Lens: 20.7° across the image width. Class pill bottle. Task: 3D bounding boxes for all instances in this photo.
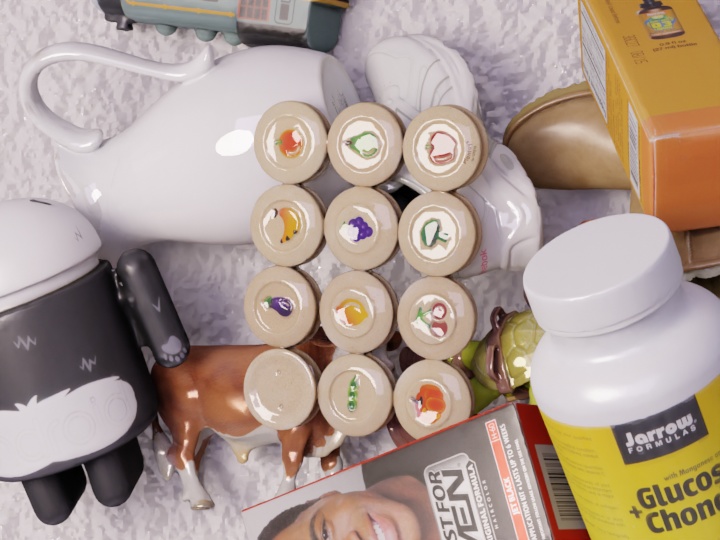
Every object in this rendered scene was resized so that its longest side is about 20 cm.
[{"bbox_3d":[0.155,0.077,1.039,0.111,0.112,0.201,-17,115,14],"label":"pill bottle"}]

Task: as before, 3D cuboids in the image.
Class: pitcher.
[{"bbox_3d":[-0.108,-0.090,1.264,0.198,0.122,0.172,-17,122,18],"label":"pitcher"}]

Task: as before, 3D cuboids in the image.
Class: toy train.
[{"bbox_3d":[-0.094,-0.210,1.320,0.198,0.085,0.115,9,94,19],"label":"toy train"}]

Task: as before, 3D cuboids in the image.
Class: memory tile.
[{"bbox_3d":[0.000,0.000,1.174,0.152,0.017,0.202,5,96,24],"label":"memory tile"}]

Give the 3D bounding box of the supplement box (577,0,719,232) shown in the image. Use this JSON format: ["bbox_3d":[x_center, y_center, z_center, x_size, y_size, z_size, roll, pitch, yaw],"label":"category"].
[{"bbox_3d":[0.176,-0.103,1.132,0.066,0.069,0.201,-8,36,-1],"label":"supplement box"}]

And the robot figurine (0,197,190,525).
[{"bbox_3d":[-0.200,0.054,1.243,0.124,0.149,0.202,-3,109,57],"label":"robot figurine"}]

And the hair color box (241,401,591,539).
[{"bbox_3d":[0.033,0.156,1.134,0.199,0.061,0.102,-26,70,29],"label":"hair color box"}]

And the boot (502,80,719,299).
[{"bbox_3d":[0.164,-0.039,1.153,0.173,0.067,0.201,-12,34,15],"label":"boot"}]

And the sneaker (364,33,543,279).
[{"bbox_3d":[0.034,-0.073,1.223,0.098,0.078,0.201,-16,49,-16],"label":"sneaker"}]

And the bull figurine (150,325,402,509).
[{"bbox_3d":[-0.054,0.091,1.254,0.198,0.065,0.123,-4,80,35],"label":"bull figurine"}]

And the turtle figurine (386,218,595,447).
[{"bbox_3d":[0.090,0.066,1.187,0.160,0.064,0.202,-24,50,33],"label":"turtle figurine"}]
